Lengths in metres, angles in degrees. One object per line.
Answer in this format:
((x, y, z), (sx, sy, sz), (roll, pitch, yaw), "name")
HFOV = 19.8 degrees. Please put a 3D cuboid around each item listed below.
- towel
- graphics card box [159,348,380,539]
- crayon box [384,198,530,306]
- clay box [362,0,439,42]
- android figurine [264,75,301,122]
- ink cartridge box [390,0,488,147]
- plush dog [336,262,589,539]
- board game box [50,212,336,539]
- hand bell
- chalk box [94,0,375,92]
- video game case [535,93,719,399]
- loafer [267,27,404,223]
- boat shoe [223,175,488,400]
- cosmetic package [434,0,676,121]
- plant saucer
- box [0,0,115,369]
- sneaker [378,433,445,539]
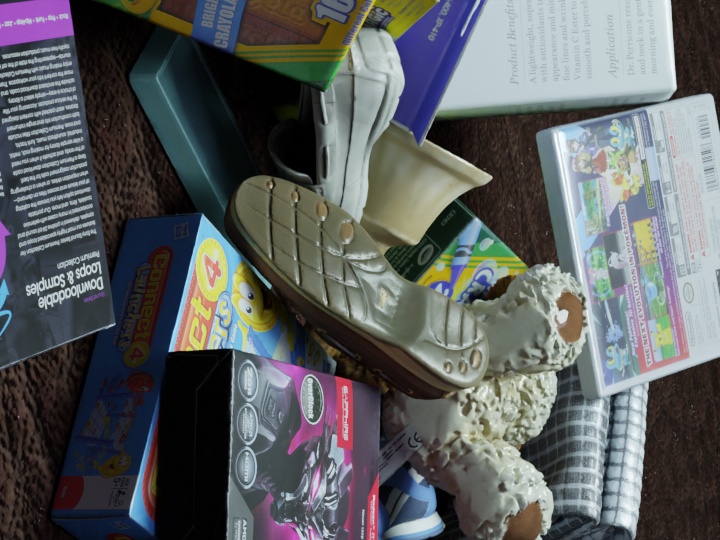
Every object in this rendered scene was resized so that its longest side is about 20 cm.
((0.135, 0.149, 1.601), (0.085, 0.200, 0.167), (22, 57, -25), "towel")
((-0.050, 0.121, 1.243), (0.200, 0.050, 0.127), (21, 68, -61), "graphics card box")
((0.076, 0.036, 1.543), (0.126, 0.052, 0.200), (-48, 142, 3), "crayon box")
((0.019, -0.201, 1.318), (0.047, 0.200, 0.116), (25, 74, -12), "clay box")
((-0.005, -0.092, 1.500), (0.200, 0.041, 0.183), (56, 39, -43), "android figurine")
((0.059, -0.197, 1.367), (0.200, 0.043, 0.199), (-100, -146, -74), "ink cartridge box")
((0.081, 0.088, 1.444), (0.172, 0.159, 0.202), (7, 93, -70), "plush dog")
((-0.096, 0.100, 1.271), (0.196, 0.055, 0.202), (50, 44, -51), "board game box")
((0.000, 0.000, 1.415), (0.201, 0.104, 0.104), (-63, 152, 3), "hand bell")
((-0.082, -0.216, 1.194), (0.124, 0.198, 0.125), (-87, -159, -48), "chalk box")
((0.218, -0.021, 1.557), (0.181, 0.023, 0.202), (-14, 96, -38), "video game case")
((-0.028, -0.077, 1.327), (0.201, 0.069, 0.070), (107, -28, -44), "loafer")
((-0.012, 0.020, 1.316), (0.200, 0.067, 0.072), (37, 50, -15), "boat shoe")
((0.134, -0.204, 1.573), (0.165, 0.198, 0.167), (-10, 97, -84), "cosmetic package")
((-0.093, -0.070, 1.342), (0.201, 0.019, 0.070), (64, 34, -36), "plant saucer")
((-0.196, -0.052, 1.110), (0.143, 0.036, 0.202), (-22, 105, -62), "box")
((-0.005, 0.156, 1.438), (0.200, 0.073, 0.083), (3, 78, -69), "sneaker")
